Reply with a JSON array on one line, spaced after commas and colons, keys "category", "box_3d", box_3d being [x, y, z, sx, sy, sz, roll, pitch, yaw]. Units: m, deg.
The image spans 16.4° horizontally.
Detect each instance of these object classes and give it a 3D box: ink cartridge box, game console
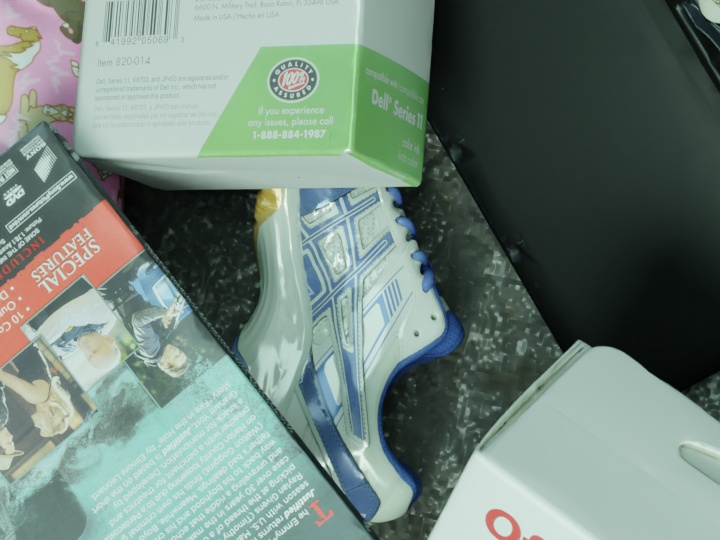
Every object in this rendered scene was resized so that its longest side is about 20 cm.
[{"category": "ink cartridge box", "box_3d": [-0.033, -0.133, 0.915, 0.117, 0.067, 0.200, 1, 82, 26]}, {"category": "game console", "box_3d": [0.134, -0.076, 0.962, 0.176, 0.116, 0.200, -29, 87, -25]}, {"category": "ink cartridge box", "box_3d": [0.080, 0.147, 0.857, 0.147, 0.083, 0.200, 35, 131, 15]}]

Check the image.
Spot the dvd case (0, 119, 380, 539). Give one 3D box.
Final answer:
[{"category": "dvd case", "box_3d": [-0.104, 0.067, 0.862, 0.146, 0.022, 0.200, -40, 74, 0]}]

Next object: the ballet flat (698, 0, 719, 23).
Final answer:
[{"category": "ballet flat", "box_3d": [0.164, -0.090, 0.869, 0.200, 0.075, 0.068, 36, 71, -23]}]

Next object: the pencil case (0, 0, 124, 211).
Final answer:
[{"category": "pencil case", "box_3d": [-0.130, -0.058, 0.941, 0.086, 0.083, 0.200, 0, 84, 2]}]

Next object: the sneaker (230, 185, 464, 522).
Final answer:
[{"category": "sneaker", "box_3d": [0.000, 0.000, 0.970, 0.088, 0.075, 0.200, 9, 90, 4]}]
